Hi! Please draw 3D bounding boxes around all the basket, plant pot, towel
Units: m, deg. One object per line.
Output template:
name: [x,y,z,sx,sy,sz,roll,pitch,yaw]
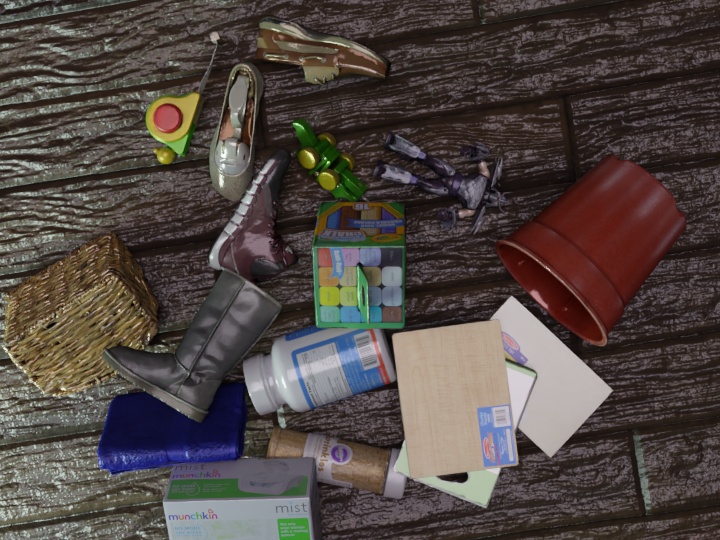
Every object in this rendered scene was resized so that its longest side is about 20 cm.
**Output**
basket: [-0.393,0.068,1.530,0.200,0.149,0.143,-32,122,2]
plant pot: [0.321,-0.037,1.443,0.201,0.201,0.195,45,83,2]
towel: [-0.259,0.223,1.495,0.199,0.148,0.050,-5,122,3]

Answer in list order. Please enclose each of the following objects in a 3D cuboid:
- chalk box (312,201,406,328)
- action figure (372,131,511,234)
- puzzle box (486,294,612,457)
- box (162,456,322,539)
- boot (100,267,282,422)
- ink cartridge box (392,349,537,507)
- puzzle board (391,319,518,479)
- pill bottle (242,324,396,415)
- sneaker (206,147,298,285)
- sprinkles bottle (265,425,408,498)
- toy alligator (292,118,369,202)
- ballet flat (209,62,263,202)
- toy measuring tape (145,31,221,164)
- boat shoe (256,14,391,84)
chalk box: [0.000,0.000,1.429,0.123,0.200,0.125,1,114,3]
action figure: [0.119,-0.126,1.505,0.199,0.069,0.131,21,86,-1]
puzzle box: [0.242,0.149,1.520,0.200,0.025,0.133,44,92,2]
box: [-0.156,0.355,1.473,0.199,0.097,0.177,-1,117,3]
boot: [-0.231,0.084,1.464,0.181,0.073,0.201,31,86,-8]
ink cartridge box: [0.145,0.208,1.487,0.145,0.048,0.201,21,91,3]
puzzle board: [0.129,0.176,1.459,0.150,0.017,0.201,-8,88,1]
pill bottle: [-0.058,0.132,1.490,0.199,0.112,0.113,-18,89,3]
sneaker: [-0.124,-0.066,1.520,0.115,0.076,0.200,32,102,-3]
sprinkles bottle: [-0.032,0.272,1.511,0.199,0.068,0.069,10,90,3]
toy alligator: [-0.034,-0.130,1.523,0.200,0.059,0.054,47,136,-5]
ballet flat: [-0.181,-0.199,1.520,0.067,0.062,0.201,7,91,3]
toy measuring tape: [-0.259,-0.251,1.521,0.073,0.074,0.201,18,91,2]
boat shoe: [-0.056,-0.300,1.515,0.199,0.076,0.074,19,96,11]
